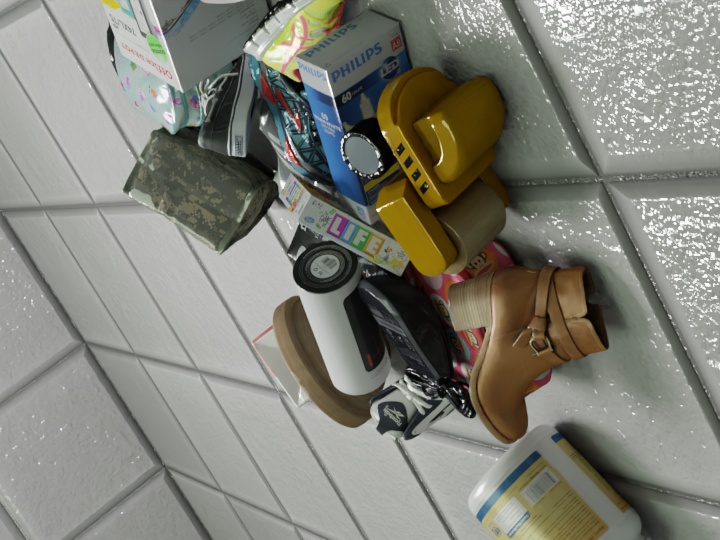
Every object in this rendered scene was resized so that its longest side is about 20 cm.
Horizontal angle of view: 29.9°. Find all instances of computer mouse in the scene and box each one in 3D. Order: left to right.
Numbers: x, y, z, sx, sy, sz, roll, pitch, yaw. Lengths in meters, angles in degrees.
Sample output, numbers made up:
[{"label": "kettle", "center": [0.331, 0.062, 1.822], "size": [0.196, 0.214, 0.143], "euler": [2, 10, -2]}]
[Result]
[{"label": "computer mouse", "center": [0.067, 0.072, 1.543], "size": [0.138, 0.053, 0.201], "euler": [29, 156, 56]}]

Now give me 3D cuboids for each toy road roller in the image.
[{"label": "toy road roller", "center": [0.089, -0.107, 1.343], "size": [0.145, 0.123, 0.201], "euler": [-17, 110, 52]}]

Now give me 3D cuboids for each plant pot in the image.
[{"label": "plant pot", "center": [-0.023, 0.106, 1.847], "size": [0.201, 0.092, 0.202], "euler": [46, -160, -22]}]

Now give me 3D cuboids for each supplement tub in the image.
[{"label": "supplement tub", "center": [0.240, 0.299, 1.595], "size": [0.200, 0.144, 0.145], "euler": [46, 157, 17]}]

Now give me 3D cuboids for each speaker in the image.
[{"label": "speaker", "center": [-0.020, 0.060, 1.602], "size": [0.081, 0.081, 0.201], "euler": [35, 155, 37]}]

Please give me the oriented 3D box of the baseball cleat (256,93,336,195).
[{"label": "baseball cleat", "center": [-0.067, -0.154, 1.670], "size": [0.105, 0.070, 0.201], "euler": [21, 146, 26]}]

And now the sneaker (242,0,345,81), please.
[{"label": "sneaker", "center": [-0.047, -0.264, 1.442], "size": [0.090, 0.079, 0.200], "euler": [40, 152, -12]}]

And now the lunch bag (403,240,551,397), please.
[{"label": "lunch bag", "center": [0.126, 0.048, 1.551], "size": [0.176, 0.082, 0.202], "euler": [23, 141, 57]}]

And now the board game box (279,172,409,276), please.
[{"label": "board game box", "center": [-0.021, -0.057, 1.572], "size": [0.133, 0.035, 0.200], "euler": [28, -175, -14]}]

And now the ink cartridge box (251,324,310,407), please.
[{"label": "ink cartridge box", "center": [-0.074, 0.110, 1.965], "size": [0.117, 0.067, 0.200], "euler": [54, -163, -2]}]

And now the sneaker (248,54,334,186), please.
[{"label": "sneaker", "center": [-0.059, -0.187, 1.569], "size": [0.201, 0.079, 0.095], "euler": [59, 155, -14]}]

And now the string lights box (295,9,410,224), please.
[{"label": "string lights box", "center": [0.008, -0.162, 1.438], "size": [0.059, 0.102, 0.201], "euler": [32, 150, 43]}]

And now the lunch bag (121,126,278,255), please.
[{"label": "lunch bag", "center": [-0.204, -0.123, 1.829], "size": [0.163, 0.118, 0.200], "euler": [32, -165, 2]}]

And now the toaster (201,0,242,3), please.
[{"label": "toaster", "center": [-0.121, -0.372, 1.371], "size": [0.180, 0.118, 0.201], "euler": [13, 135, 59]}]

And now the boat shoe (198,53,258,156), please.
[{"label": "boat shoe", "center": [-0.160, -0.202, 1.622], "size": [0.201, 0.067, 0.074], "euler": [-86, 1, -48]}]

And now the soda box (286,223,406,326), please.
[{"label": "soda box", "center": [0.000, 0.000, 1.704], "size": [0.199, 0.070, 0.064], "euler": [36, 112, 34]}]

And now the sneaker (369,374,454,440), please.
[{"label": "sneaker", "center": [0.072, 0.158, 1.739], "size": [0.080, 0.129, 0.200], "euler": [46, 156, 14]}]

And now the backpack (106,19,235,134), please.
[{"label": "backpack", "center": [-0.243, -0.263, 1.751], "size": [0.199, 0.126, 0.168], "euler": [36, 152, 40]}]

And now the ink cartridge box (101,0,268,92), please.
[{"label": "ink cartridge box", "center": [-0.215, -0.344, 1.557], "size": [0.146, 0.146, 0.201], "euler": [33, 151, 40]}]

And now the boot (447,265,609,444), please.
[{"label": "boot", "center": [0.189, 0.087, 1.414], "size": [0.153, 0.077, 0.202], "euler": [-9, 105, 26]}]
